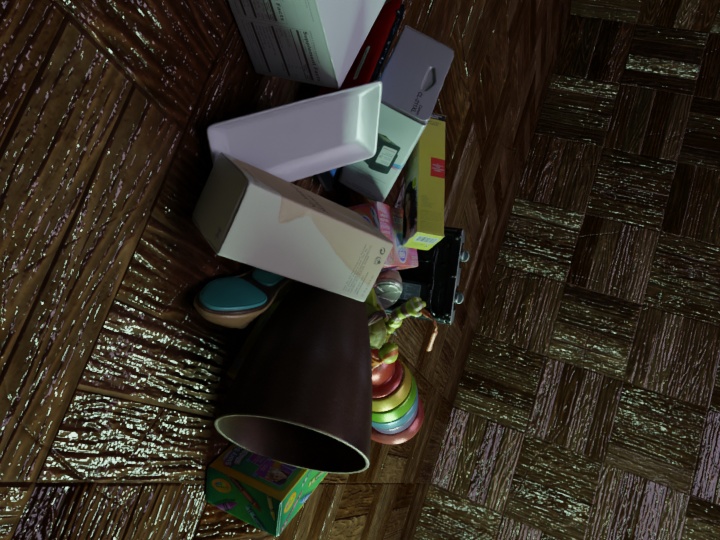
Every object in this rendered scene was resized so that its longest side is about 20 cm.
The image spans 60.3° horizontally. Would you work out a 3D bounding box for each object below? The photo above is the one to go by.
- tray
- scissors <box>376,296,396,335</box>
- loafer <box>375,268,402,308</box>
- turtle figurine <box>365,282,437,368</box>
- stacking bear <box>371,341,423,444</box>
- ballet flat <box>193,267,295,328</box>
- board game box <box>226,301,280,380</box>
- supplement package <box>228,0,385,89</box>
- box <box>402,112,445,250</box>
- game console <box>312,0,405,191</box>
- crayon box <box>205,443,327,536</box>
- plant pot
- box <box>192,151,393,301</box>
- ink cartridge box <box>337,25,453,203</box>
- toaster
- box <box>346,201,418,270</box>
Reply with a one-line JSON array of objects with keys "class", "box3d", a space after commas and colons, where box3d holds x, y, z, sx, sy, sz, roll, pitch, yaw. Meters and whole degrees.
[{"class": "tray", "box3d": [-0.069, -0.145, 0.678, 0.195, 0.022, 0.109, -20, 145, -17]}, {"class": "scissors", "box3d": [0.000, 0.000, 0.900, 0.074, 0.200, 0.014, -48, 169, 10]}, {"class": "loafer", "box3d": [0.008, 0.037, 1.040, 0.200, 0.070, 0.065, -44, -147, 53]}, {"class": "turtle figurine", "box3d": [0.007, 0.067, 0.855, 0.063, 0.164, 0.199, -19, 166, -43]}, {"class": "stacking bear", "box3d": [0.033, 0.181, 1.001, 0.121, 0.113, 0.203, -39, 136, -19]}, {"class": "ballet flat", "box3d": [-0.132, 0.036, 0.746, 0.199, 0.067, 0.064, -33, 149, -61]}, {"class": "board game box", "box3d": [-0.083, 0.104, 0.875, 0.154, 0.039, 0.203, 52, 51, -36]}, {"class": "supplement package", "box3d": [-0.045, -0.327, 0.647, 0.157, 0.108, 0.204, 70, 40, -58]}, {"class": "box", "box3d": [0.101, -0.143, 0.987, 0.075, 0.048, 0.207, 134, -38, -68]}, {"class": "game console", "box3d": [0.002, -0.228, 0.840, 0.118, 0.170, 0.205, 33, 70, -35]}, {"class": "crayon box", "box3d": [-0.114, 0.270, 0.883, 0.199, 0.116, 0.060, -35, 137, -60]}, {"class": "plant pot", "box3d": [-0.059, 0.113, 0.752, 0.189, 0.181, 0.205, 73, 26, -56]}, {"class": "box", "box3d": [-0.070, -0.042, 0.667, 0.197, 0.095, 0.079, 20, 105, -41]}, {"class": "ink cartridge box", "box3d": [0.047, -0.220, 0.897, 0.201, 0.081, 0.149, 122, -8, -61]}, {"class": "toaster", "box3d": [0.110, 0.002, 1.228, 0.118, 0.194, 0.187, 5, 93, -72]}, {"class": "box", "box3d": [0.020, -0.047, 1.005, 0.199, 0.099, 0.098, 1, 81, -71]}]
